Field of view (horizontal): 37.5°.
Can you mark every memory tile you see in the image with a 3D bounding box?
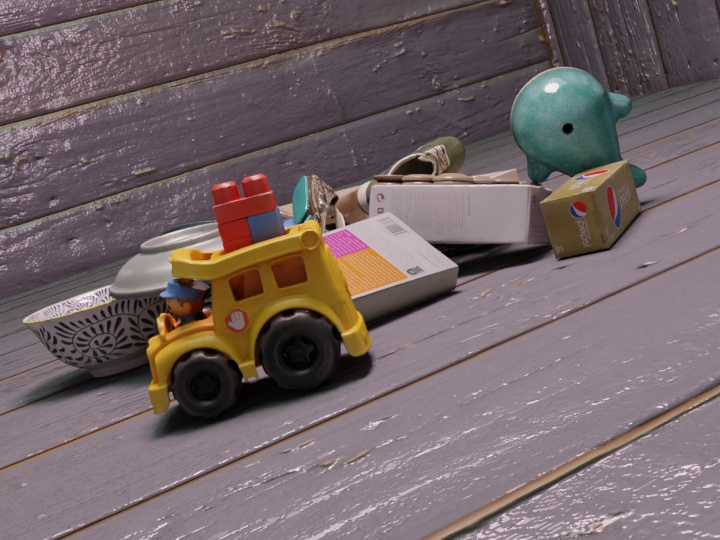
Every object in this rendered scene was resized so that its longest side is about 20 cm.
[{"bbox_3d":[0.127,-0.112,1.380,0.153,0.017,0.200,2,1,44],"label":"memory tile"}]

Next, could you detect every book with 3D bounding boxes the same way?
[{"bbox_3d":[-0.013,0.002,1.150,0.200,0.048,0.134,-19,41,-28],"label":"book"}]

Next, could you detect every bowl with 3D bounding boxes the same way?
[{"bbox_3d":[-0.301,0.073,1.300,0.201,0.094,0.201,-17,7,2],"label":"bowl"}]

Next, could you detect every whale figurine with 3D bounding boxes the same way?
[{"bbox_3d":[0.279,-0.161,1.340,0.159,0.200,0.104,-37,11,14],"label":"whale figurine"}]

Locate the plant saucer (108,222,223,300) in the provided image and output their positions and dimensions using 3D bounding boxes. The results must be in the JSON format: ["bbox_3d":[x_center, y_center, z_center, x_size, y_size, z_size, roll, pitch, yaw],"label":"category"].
[{"bbox_3d":[-0.197,-0.019,1.224,0.200,0.050,0.200,-13,12,3],"label":"plant saucer"}]

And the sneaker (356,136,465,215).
[{"bbox_3d":[0.092,-0.140,1.507,0.200,0.067,0.090,-32,7,-30],"label":"sneaker"}]

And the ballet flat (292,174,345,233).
[{"bbox_3d":[-0.053,-0.045,1.278,0.068,0.075,0.200,-55,15,33],"label":"ballet flat"}]

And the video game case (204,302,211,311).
[{"bbox_3d":[-0.148,0.031,1.519,0.200,0.024,0.182,-17,8,-3],"label":"video game case"}]

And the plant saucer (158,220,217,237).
[{"bbox_3d":[-0.205,-0.020,1.578,0.200,0.036,0.200,-1,-20,0],"label":"plant saucer"}]

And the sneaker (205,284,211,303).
[{"bbox_3d":[-0.184,0.011,1.444,0.079,0.074,0.200,1,3,-17],"label":"sneaker"}]

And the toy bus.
[{"bbox_3d":[-0.110,0.018,0.949,0.200,0.192,0.136,-18,10,1],"label":"toy bus"}]

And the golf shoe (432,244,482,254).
[{"bbox_3d":[0.101,-0.055,1.437,0.200,0.078,0.097,-11,16,40],"label":"golf shoe"}]

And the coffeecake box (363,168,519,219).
[{"bbox_3d":[0.126,-0.090,1.607,0.153,0.073,0.200,-22,10,-32],"label":"coffeecake box"}]

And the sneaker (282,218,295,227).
[{"bbox_3d":[-0.103,-0.036,1.413,0.078,0.066,0.200,15,-6,-4],"label":"sneaker"}]

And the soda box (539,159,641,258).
[{"bbox_3d":[0.271,-0.074,1.230,0.064,0.068,0.200,-13,9,28],"label":"soda box"}]

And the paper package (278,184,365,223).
[{"bbox_3d":[-0.088,-0.059,1.734,0.200,0.104,0.191,-12,9,23],"label":"paper package"}]

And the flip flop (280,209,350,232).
[{"bbox_3d":[-0.055,-0.063,1.522,0.200,0.058,0.081,23,-15,0],"label":"flip flop"}]

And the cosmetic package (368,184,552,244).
[{"bbox_3d":[0.121,-0.066,1.272,0.200,0.074,0.102,3,3,26],"label":"cosmetic package"}]
